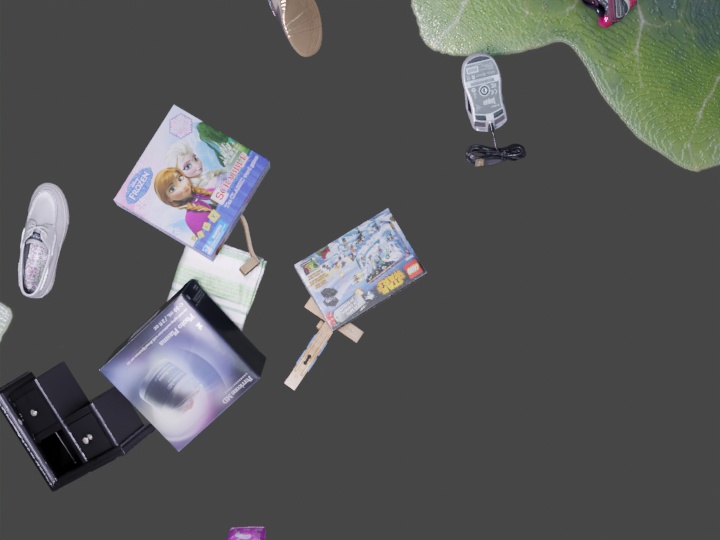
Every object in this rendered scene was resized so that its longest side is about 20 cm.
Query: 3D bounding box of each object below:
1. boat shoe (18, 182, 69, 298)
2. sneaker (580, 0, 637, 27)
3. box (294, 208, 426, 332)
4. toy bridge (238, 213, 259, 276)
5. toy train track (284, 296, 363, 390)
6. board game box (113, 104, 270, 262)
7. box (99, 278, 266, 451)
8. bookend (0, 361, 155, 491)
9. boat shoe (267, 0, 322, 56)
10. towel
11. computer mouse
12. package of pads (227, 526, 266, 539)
[{"bbox_3d":[-0.557,-0.052,1.655,0.071,0.069,0.203,15,92,-5],"label":"boat shoe"},{"bbox_3d":[0.405,-0.526,1.703,0.200,0.081,0.075,45,91,-6],"label":"sneaker"},{"bbox_3d":[0.000,0.000,1.700,0.198,0.040,0.138,-30,83,-6],"label":"box"},{"bbox_3d":[-0.243,-0.087,1.684,0.067,0.027,0.200,-39,84,-16],"label":"toy bridge"},{"bbox_3d":[-0.071,0.125,1.716,0.114,0.033,0.201,33,81,4],"label":"toy train track"},{"bbox_3d":[-0.290,-0.152,1.654,0.198,0.041,0.202,29,79,3],"label":"board game box"},{"bbox_3d":[-0.300,0.161,1.643,0.200,0.123,0.199,-42,100,8],"label":"box"},{"bbox_3d":[-0.487,0.241,1.620,0.199,0.092,0.200,-28,96,29],"label":"bookend"},{"bbox_3d":[-0.126,-0.474,1.671,0.071,0.065,0.202,-30,114,-11],"label":"boat shoe"},{"bbox_3d":[-0.267,0.050,1.708,0.147,0.031,0.202,20,94,-3],"label":"towel"},{"bbox_3d":[0.229,-0.291,1.721,0.108,0.044,0.203,-11,99,1],"label":"computer mouse"},{"bbox_3d":[-0.202,0.568,1.691,0.074,0.121,0.203,0,94,-5],"label":"package of pads"}]
